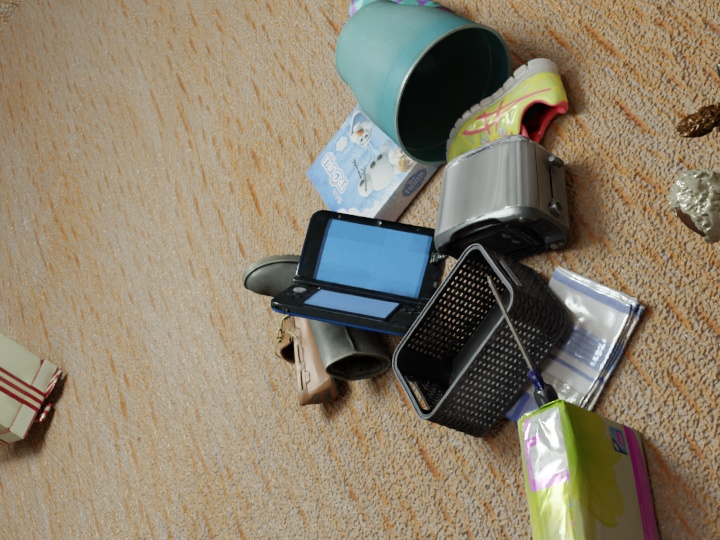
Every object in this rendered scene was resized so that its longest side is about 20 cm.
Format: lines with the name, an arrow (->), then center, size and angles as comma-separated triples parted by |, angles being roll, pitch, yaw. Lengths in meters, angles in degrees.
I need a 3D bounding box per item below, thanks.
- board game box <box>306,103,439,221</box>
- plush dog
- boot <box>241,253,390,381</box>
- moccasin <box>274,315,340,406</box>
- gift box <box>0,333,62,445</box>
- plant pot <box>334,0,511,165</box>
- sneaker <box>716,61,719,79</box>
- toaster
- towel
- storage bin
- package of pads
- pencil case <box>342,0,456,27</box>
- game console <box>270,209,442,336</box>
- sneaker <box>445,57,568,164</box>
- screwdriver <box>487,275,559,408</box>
board game box -> 0.022, -0.162, 1.733 | 0.199, 0.043, 0.200 | -52, 41, 18
plush dog -> 0.411, -0.109, 1.148 | 0.161, 0.199, 0.172 | -55, 25, 36
boot -> -0.065, 0.069, 1.634 | 0.073, 0.181, 0.200 | 103, 158, -48
moccasin -> -0.090, 0.111, 1.697 | 0.077, 0.074, 0.202 | -18, 58, -2
gift box -> -0.699, 0.222, 2.244 | 0.184, 0.187, 0.200 | -15, 43, 48
plant pot -> 0.070, -0.275, 1.588 | 0.188, 0.200, 0.200 | 40, 103, 40
sneaker -> 0.480, -0.208, 1.234 | 0.088, 0.076, 0.200 | -53, 42, -7
toaster -> 0.174, -0.084, 1.473 | 0.200, 0.113, 0.130 | -21, 53, 44
towel -> 0.239, 0.102, 1.374 | 0.147, 0.024, 0.200 | 31, 96, 52
storage bin -> 0.143, 0.087, 1.416 | 0.200, 0.094, 0.135 | -57, 33, 19
package of pads -> 0.239, 0.244, 1.199 | 0.068, 0.154, 0.201 | -29, 52, 36
pencil case -> 0.062, -0.374, 1.760 | 0.092, 0.085, 0.200 | -44, 38, -11
game console -> 0.000, 0.000, 1.555 | 0.199, 0.171, 0.119 | 9, 103, 13
sneaker -> 0.193, -0.185, 1.529 | 0.200, 0.078, 0.090 | -45, 50, 27
screwdriver -> 0.186, 0.098, 1.314 | 0.200, 0.028, 0.029 | 62, 156, 3
